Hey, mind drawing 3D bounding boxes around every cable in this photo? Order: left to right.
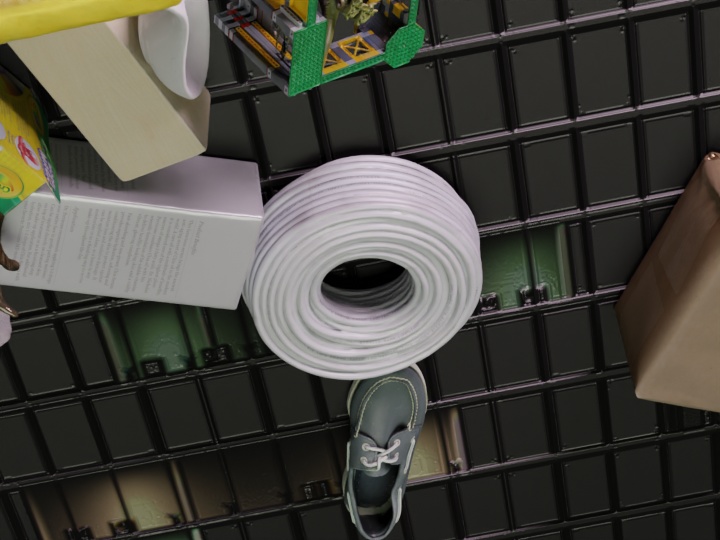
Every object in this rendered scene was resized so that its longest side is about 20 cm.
[{"bbox_3d":[0.000,0.000,1.822,0.199,0.070,0.200,-20,134,11],"label":"cable"}]

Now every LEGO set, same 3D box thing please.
[{"bbox_3d":[-0.031,-0.229,1.592,0.153,0.116,0.201,-29,144,-22],"label":"LEGO set"}]

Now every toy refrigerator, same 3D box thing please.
[{"bbox_3d":[-0.191,-0.162,1.636,0.075,0.070,0.200,-19,134,20],"label":"toy refrigerator"}]

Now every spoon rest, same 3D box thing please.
[{"bbox_3d":[-0.135,-0.178,1.564,0.060,0.100,0.200,0,174,16],"label":"spoon rest"}]

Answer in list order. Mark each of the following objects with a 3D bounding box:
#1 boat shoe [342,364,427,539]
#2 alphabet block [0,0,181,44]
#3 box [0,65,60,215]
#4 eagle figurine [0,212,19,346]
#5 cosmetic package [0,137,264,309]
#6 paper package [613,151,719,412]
[{"bbox_3d":[0.022,0.159,1.987,0.072,0.062,0.201,1,134,-10],"label":"boat shoe"},{"bbox_3d":[-0.223,-0.281,1.419,0.194,0.201,0.197,-13,135,3],"label":"alphabet block"},{"bbox_3d":[-0.295,-0.125,1.618,0.048,0.118,0.200,-37,129,17],"label":"box"},{"bbox_3d":[-0.359,-0.007,1.673,0.198,0.152,0.152,-7,180,11],"label":"eagle figurine"},{"bbox_3d":[-0.184,-0.038,1.754,0.198,0.072,0.102,7,132,-15],"label":"cosmetic package"},{"bbox_3d":[0.335,0.019,1.872,0.189,0.104,0.201,11,131,-19],"label":"paper package"}]
